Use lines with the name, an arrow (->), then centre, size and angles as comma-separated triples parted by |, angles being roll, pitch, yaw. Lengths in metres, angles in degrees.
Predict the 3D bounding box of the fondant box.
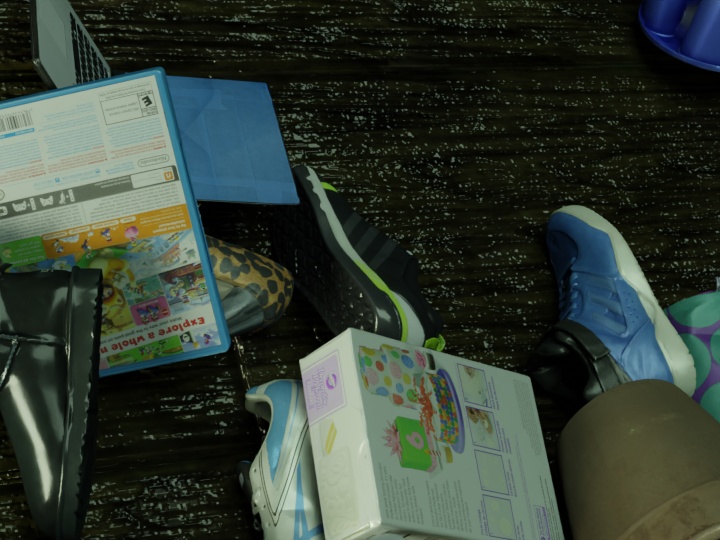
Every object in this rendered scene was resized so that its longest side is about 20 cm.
fondant box -> 0.054, 0.135, 1.257 | 0.199, 0.058, 0.146 | 18, 53, -43

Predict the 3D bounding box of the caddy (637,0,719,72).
caddy -> 0.357, -0.249, 1.654 | 0.198, 0.106, 0.141 | -15, 44, -31

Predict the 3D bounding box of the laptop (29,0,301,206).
laptop -> -0.149, -0.146, 1.300 | 0.115, 0.201, 0.188 | -26, 36, 5

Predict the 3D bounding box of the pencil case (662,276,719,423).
pencil case -> 0.300, 0.113, 1.413 | 0.091, 0.085, 0.202 | -5, 63, -19

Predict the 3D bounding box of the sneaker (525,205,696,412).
sneaker -> 0.174, 0.036, 1.405 | 0.110, 0.077, 0.201 | -16, 59, -21

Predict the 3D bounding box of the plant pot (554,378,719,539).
plant pot -> 0.226, 0.180, 1.290 | 0.198, 0.201, 0.175 | -3, 45, -26

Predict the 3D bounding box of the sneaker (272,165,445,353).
sneaker -> 0.000, 0.000, 1.339 | 0.082, 0.072, 0.201 | -1, 45, -35

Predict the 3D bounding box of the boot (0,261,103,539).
boot -> -0.257, 0.080, 1.174 | 0.161, 0.073, 0.201 | 3, 88, -3

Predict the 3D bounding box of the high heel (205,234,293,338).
high heel -> -0.143, -0.028, 1.313 | 0.142, 0.071, 0.201 | -22, 70, -44

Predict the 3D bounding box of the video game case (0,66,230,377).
video game case -> -0.180, -0.027, 1.203 | 0.142, 0.018, 0.202 | -11, 104, 5

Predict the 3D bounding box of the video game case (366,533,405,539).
video game case -> -0.042, 0.278, 1.102 | 0.199, 0.023, 0.184 | -11, 103, -45

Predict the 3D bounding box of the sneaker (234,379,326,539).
sneaker -> -0.053, 0.172, 1.230 | 0.072, 0.072, 0.202 | -3, 61, 3
